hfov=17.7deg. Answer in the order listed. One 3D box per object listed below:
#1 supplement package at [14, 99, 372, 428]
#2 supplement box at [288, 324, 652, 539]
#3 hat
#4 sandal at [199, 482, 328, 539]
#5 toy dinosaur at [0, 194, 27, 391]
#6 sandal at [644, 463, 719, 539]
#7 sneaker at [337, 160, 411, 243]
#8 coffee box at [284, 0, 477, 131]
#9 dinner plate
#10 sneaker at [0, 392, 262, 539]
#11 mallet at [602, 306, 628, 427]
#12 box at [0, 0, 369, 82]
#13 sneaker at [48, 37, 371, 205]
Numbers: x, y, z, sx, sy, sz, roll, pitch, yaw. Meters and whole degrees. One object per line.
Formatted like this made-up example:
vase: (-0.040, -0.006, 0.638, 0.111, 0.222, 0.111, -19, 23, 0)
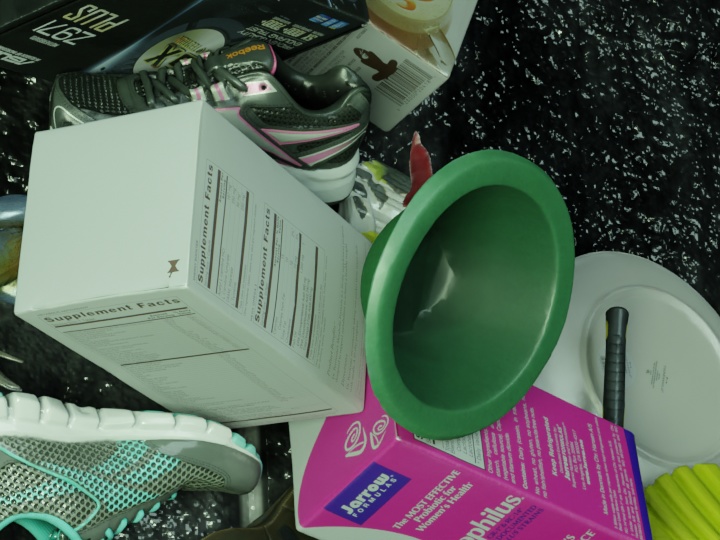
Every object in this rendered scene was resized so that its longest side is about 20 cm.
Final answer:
supplement package: (-0.087, 0.003, 1.281, 0.200, 0.114, 0.110, 40, 47, -55)
supplement box: (0.066, 0.125, 1.384, 0.200, 0.101, 0.103, 26, 37, -26)
hat: (0.012, -0.005, 1.336, 0.200, 0.176, 0.166, 16, 93, -50)
sandal: (-0.059, 0.177, 1.334, 0.082, 0.055, 0.200, 50, 34, 0)
toy dinosaur: (-0.225, 0.009, 1.314, 0.181, 0.200, 0.105, -10, 111, -16)
sandal: (0.264, 0.167, 1.537, 0.200, 0.087, 0.080, -12, 54, -17)
sneaker: (0.000, 0.000, 1.455, 0.074, 0.085, 0.200, 31, 30, -3)
coffee box: (-0.027, -0.199, 1.498, 0.200, 0.080, 0.115, 34, 51, -15)
dinner plate: (0.201, 0.075, 1.580, 0.200, 0.024, 0.201, 15, 58, -26)
sneaker: (-0.150, 0.123, 1.296, 0.200, 0.078, 0.091, 8, 78, -27)
mallet: (0.163, 0.116, 1.478, 0.041, 0.066, 0.200, 3, 74, 2)
box: (-0.117, -0.172, 1.325, 0.200, 0.164, 0.086, 14, 61, -59)
sneaker: (-0.084, -0.100, 1.339, 0.200, 0.086, 0.080, 3, 41, -28)
